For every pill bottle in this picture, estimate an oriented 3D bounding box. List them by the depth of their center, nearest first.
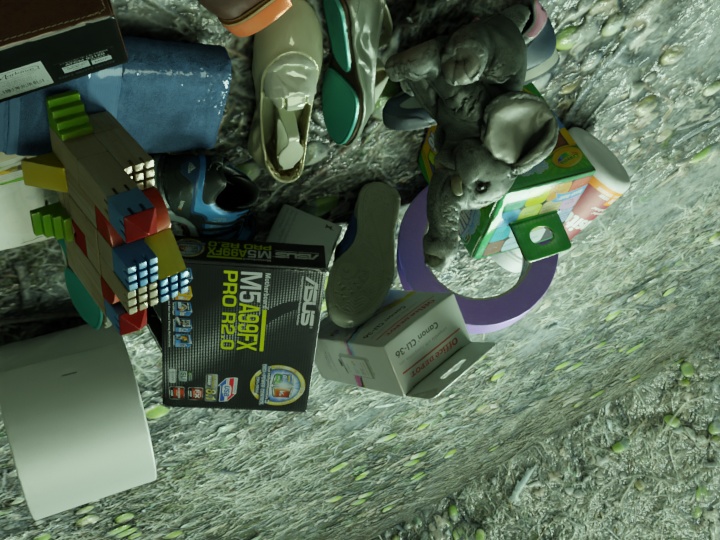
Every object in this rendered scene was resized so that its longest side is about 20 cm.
[{"bbox_3d":[0.262,-0.091,1.058,0.113,0.113,0.200,5,138,-45],"label":"pill bottle"}]

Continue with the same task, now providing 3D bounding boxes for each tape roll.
[{"bbox_3d":[-0.331,0.168,0.888,0.139,0.203,0.203,-14,149,-23],"label":"tape roll"},{"bbox_3d":[0.146,-0.023,0.970,0.200,0.201,0.066,-25,168,-4],"label":"tape roll"}]

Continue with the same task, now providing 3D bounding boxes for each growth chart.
[{"bbox_3d":[-0.301,-0.071,0.716,0.199,0.018,0.145,-14,148,-24],"label":"growth chart"}]

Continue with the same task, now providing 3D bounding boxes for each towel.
[{"bbox_3d":[-0.212,-0.148,0.635,0.199,0.049,0.112,-6,145,-32],"label":"towel"}]

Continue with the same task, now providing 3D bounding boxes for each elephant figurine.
[{"bbox_3d":[0.112,-0.127,0.726,0.155,0.201,0.142,-17,-166,20],"label":"elephant figurine"}]

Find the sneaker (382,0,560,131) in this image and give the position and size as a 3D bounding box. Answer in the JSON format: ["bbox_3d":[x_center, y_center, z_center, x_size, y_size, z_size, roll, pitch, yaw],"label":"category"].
[{"bbox_3d":[0.106,-0.216,0.792,0.199,0.070,0.082,-26,130,-1],"label":"sneaker"}]

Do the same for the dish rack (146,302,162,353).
[{"bbox_3d":[-0.155,0.051,0.863,0.199,0.055,0.154,4,133,25],"label":"dish rack"}]

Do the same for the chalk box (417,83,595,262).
[{"bbox_3d":[0.170,-0.103,0.870,0.124,0.200,0.124,-16,149,-21],"label":"chalk box"}]

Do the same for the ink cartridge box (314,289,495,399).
[{"bbox_3d":[0.040,0.077,0.862,0.116,0.068,0.200,-35,-159,-32],"label":"ink cartridge box"}]

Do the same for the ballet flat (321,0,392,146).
[{"bbox_3d":[0.001,-0.196,0.720,0.064,0.067,0.200,-28,153,-17],"label":"ballet flat"}]

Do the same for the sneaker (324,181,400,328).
[{"bbox_3d":[0.001,0.000,0.925,0.076,0.201,0.111,12,146,-1],"label":"sneaker"}]

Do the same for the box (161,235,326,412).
[{"bbox_3d":[-0.125,0.061,0.797,0.160,0.044,0.201,5,125,-8],"label":"box"}]

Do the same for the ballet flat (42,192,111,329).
[{"bbox_3d":[-0.261,-0.011,0.763,0.072,0.072,0.200,-16,150,-19],"label":"ballet flat"}]

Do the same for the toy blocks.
[{"bbox_3d":[-0.194,-0.026,0.623,0.100,0.137,0.200,-24,144,-33],"label":"toy blocks"}]

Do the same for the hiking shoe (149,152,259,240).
[{"bbox_3d":[-0.138,-0.060,0.768,0.086,0.075,0.200,-2,168,14],"label":"hiking shoe"}]

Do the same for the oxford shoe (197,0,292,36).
[{"bbox_3d":[-0.047,-0.260,0.571,0.200,0.071,0.072,-37,145,18],"label":"oxford shoe"}]

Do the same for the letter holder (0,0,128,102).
[{"bbox_3d":[-0.275,-0.184,0.490,0.199,0.143,0.101,-22,-177,-12],"label":"letter holder"}]

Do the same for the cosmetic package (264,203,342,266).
[{"bbox_3d":[-0.095,0.031,0.938,0.081,0.113,0.200,20,136,-2],"label":"cosmetic package"}]

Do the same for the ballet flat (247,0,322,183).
[{"bbox_3d":[-0.068,-0.158,0.718,0.069,0.070,0.200,-16,149,-20],"label":"ballet flat"}]
